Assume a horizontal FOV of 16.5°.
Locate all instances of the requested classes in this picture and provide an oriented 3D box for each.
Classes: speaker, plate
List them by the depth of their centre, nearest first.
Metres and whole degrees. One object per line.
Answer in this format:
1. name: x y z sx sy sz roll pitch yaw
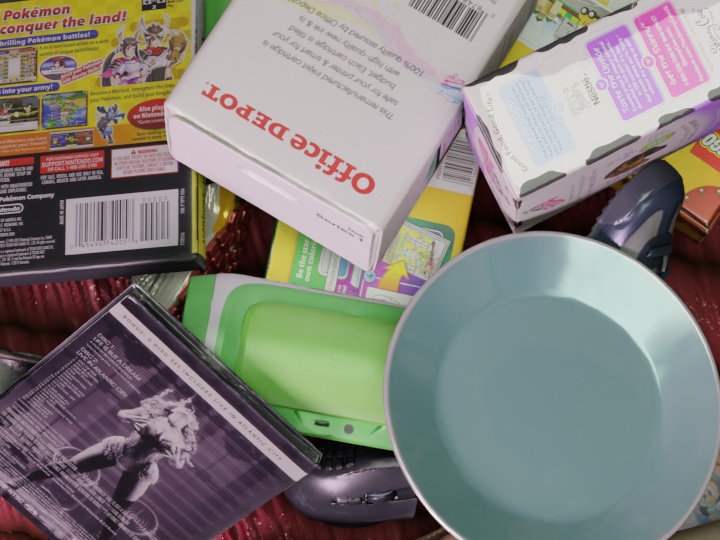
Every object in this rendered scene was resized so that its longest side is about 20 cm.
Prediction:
1. plate: 0.108 0.077 1.415 0.199 0.026 0.202 3 72 -10
2. speaker: -0.009 0.057 1.462 0.199 0.088 0.089 10 86 -4

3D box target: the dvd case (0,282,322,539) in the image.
1. dvd case: -0.136 0.105 1.462 0.149 0.200 0.016 43 40 -12

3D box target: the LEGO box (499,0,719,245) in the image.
1. LEGO box: 0.170 -0.135 1.537 0.199 0.077 0.149 35 87 5

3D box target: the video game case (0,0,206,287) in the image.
1. video game case: -0.190 -0.082 1.502 0.199 0.026 0.182 -5 73 12

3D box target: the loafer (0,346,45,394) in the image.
1. loafer: -0.189 0.086 1.515 0.199 0.063 0.072 20 85 -2

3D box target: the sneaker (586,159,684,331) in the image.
1. sneaker: 0.162 0.033 1.483 0.082 0.070 0.201 37 122 28

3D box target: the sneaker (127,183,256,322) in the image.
1. sneaker: -0.113 -0.031 1.532 0.082 0.078 0.201 21 83 15

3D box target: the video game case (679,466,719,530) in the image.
1. video game case: 0.237 0.185 1.534 0.199 0.024 0.183 -26 89 -21

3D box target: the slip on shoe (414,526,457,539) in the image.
1. slip on shoe: 0.104 0.167 1.532 0.199 0.061 0.076 -19 88 -5

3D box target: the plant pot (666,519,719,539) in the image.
1. plant pot: 0.242 0.214 1.429 0.182 0.200 0.202 -7 87 -10

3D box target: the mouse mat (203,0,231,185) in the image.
1. mouse mat: -0.127 -0.138 1.520 0.160 0.008 0.201 -16 71 9

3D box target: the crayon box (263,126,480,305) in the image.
1. crayon box: 0.000 0.000 1.537 0.118 0.058 0.201 12 86 -3

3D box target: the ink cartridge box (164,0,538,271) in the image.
1. ink cartridge box: -0.003 -0.123 1.443 0.144 0.084 0.201 30 73 7

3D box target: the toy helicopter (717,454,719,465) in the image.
1. toy helicopter: 0.286 0.070 1.522 0.199 0.079 0.133 -11 87 -19

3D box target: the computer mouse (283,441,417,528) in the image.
1. computer mouse: 0.040 0.136 1.501 0.199 0.034 0.059 1 118 24

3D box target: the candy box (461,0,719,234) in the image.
1. candy box: 0.159 -0.103 1.411 0.199 0.168 0.072 -27 84 0
